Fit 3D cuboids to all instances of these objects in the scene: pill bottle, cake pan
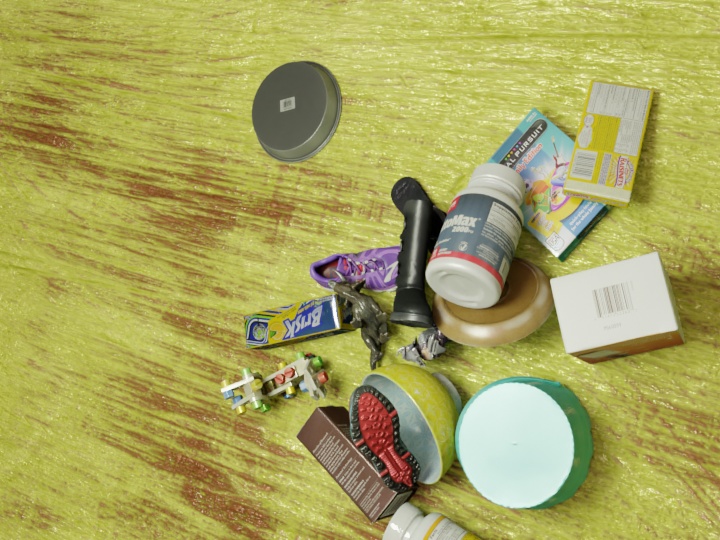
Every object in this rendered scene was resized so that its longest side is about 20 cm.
[{"bbox_3d":[0.134,0.452,1.258,0.197,0.112,0.115,27,94,26],"label":"pill bottle"},{"bbox_3d":[0.184,-0.057,1.235,0.117,0.120,0.203,9,61,26],"label":"pill bottle"},{"bbox_3d":[-0.130,-0.311,1.553,0.196,0.037,0.206,-5,79,26],"label":"cake pan"}]

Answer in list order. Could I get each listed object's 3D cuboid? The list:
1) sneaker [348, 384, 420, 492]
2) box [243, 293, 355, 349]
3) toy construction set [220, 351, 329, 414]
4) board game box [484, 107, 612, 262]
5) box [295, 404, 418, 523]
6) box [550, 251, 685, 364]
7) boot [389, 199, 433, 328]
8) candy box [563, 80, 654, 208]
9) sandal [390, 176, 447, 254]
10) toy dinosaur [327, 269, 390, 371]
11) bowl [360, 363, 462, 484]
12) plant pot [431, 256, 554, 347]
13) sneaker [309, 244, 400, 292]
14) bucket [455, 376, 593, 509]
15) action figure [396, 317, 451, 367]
[{"bbox_3d":[0.021,0.252,1.249,0.078,0.203,0.095,-29,30,-12],"label":"sneaker"},{"bbox_3d":[-0.111,0.095,1.459,0.196,0.070,0.066,-15,78,24],"label":"box"},{"bbox_3d":[-0.136,0.194,1.421,0.196,0.131,0.094,-14,76,23],"label":"toy construction set"},{"bbox_3d":[0.304,-0.140,1.306,0.151,0.047,0.200,-48,65,11],"label":"board game box"},{"bbox_3d":[-0.007,0.321,1.355,0.200,0.100,0.075,45,102,25],"label":"box"},{"bbox_3d":[0.373,0.060,1.154,0.149,0.199,0.109,-16,73,22],"label":"box"},{"bbox_3d":[0.092,-0.014,1.291,0.064,0.165,0.205,12,85,-9],"label":"boot"},{"bbox_3d":[0.385,-0.199,1.249,0.100,0.027,0.204,14,71,15],"label":"candy box"},{"bbox_3d":[0.119,-0.083,1.390,0.200,0.043,0.077,45,102,25],"label":"sandal"},{"bbox_3d":[0.019,0.090,1.378,0.076,0.103,0.202,-26,115,7],"label":"toy dinosaur"},{"bbox_3d":[0.100,0.227,1.301,0.107,0.202,0.200,-29,62,-28],"label":"bowl"},{"bbox_3d":[0.205,0.038,1.268,0.195,0.028,0.202,-12,39,10],"label":"plant pot"},{"bbox_3d":[0.000,0.000,1.413,0.196,0.083,0.083,-11,77,23],"label":"sneaker"},{"bbox_3d":[0.247,0.261,1.220,0.203,0.134,0.213,-5,78,24],"label":"bucket"},{"bbox_3d":[0.146,0.097,1.315,0.197,0.131,0.070,-26,110,7],"label":"action figure"}]
